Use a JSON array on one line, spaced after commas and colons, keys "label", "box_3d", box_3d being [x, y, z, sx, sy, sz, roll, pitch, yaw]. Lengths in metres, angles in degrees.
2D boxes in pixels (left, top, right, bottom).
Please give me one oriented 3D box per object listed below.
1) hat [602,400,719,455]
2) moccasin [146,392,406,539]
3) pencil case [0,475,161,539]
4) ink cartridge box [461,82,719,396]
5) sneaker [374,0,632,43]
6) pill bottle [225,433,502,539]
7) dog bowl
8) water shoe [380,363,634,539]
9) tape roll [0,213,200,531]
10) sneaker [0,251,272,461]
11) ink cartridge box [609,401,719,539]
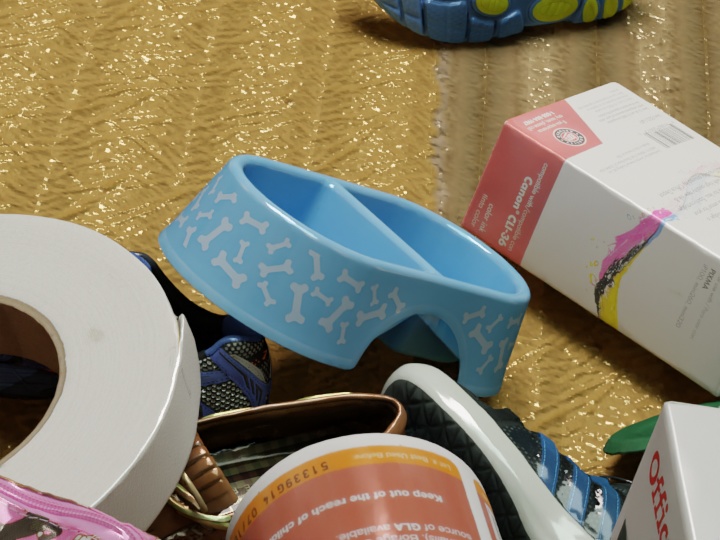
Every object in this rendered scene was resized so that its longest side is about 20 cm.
[{"label": "hat", "box_3d": [0.221, 0.141, 1.279, 0.200, 0.176, 0.166, -12, 1, 38]}, {"label": "moccasin", "box_3d": [-0.072, 0.090, 1.177, 0.201, 0.078, 0.074, -6, 45, -21]}, {"label": "pencil case", "box_3d": [-0.164, 0.101, 1.027, 0.200, 0.087, 0.083, 23, 59, 16]}, {"label": "ink cartridge box", "box_3d": [0.165, -0.008, 1.402, 0.200, 0.068, 0.116, 34, 30, 23]}, {"label": "sneaker", "box_3d": [0.073, -0.177, 1.602, 0.199, 0.071, 0.083, -8, 38, -37]}, {"label": "pill bottle", "box_3d": [0.016, 0.166, 1.090, 0.112, 0.112, 0.200, 4, 38, -17]}, {"label": "dog bowl", "box_3d": [0.000, 0.000, 1.287, 0.200, 0.050, 0.111, 15, 21, -49]}, {"label": "water shoe", "box_3d": [0.088, 0.114, 1.230, 0.200, 0.072, 0.079, 47, 41, 19]}, {"label": "tape roll", "box_3d": [-0.165, 0.059, 1.148, 0.202, 0.037, 0.203, -8, 45, 8]}, {"label": "sneaker", "box_3d": [-0.124, 0.018, 1.253, 0.200, 0.079, 0.075, 21, 36, 5]}, {"label": "ink cartridge box", "box_3d": [0.130, 0.169, 1.058, 0.083, 0.200, 0.147, 10, 37, -11]}]
